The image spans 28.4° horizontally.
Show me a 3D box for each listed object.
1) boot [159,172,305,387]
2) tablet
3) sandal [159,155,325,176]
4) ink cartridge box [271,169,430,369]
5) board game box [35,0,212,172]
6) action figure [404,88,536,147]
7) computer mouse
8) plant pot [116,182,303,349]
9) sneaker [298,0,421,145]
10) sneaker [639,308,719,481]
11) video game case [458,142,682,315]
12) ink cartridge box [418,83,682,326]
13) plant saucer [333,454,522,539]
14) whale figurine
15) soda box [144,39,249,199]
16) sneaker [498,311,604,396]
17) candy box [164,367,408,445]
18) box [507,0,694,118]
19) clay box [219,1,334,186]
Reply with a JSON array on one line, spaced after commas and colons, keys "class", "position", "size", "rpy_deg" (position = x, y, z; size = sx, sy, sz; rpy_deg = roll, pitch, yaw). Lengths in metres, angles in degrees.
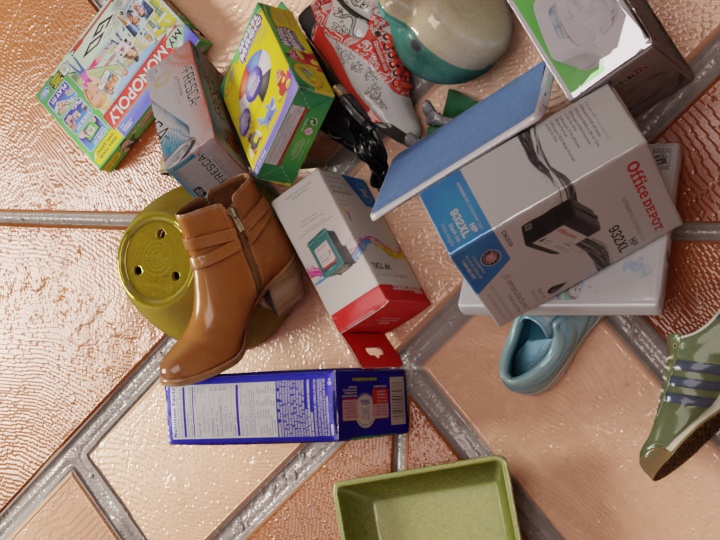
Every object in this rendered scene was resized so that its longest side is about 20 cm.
[{"class": "boot", "position": [-0.153, 0.009, 1.438], "size": [0.074, 0.200, 0.155], "rpy_deg": [12, 135, 44]}, {"class": "tablet", "position": [0.098, -0.123, 1.354], "size": [0.200, 0.130, 0.014], "rpy_deg": [-31, 110, 29]}, {"class": "sandal", "position": [-0.136, -0.145, 1.573], "size": [0.211, 0.078, 0.070], "rpy_deg": [-2, 86, 32]}, {"class": "ink cartridge box", "position": [0.000, 0.000, 1.478], "size": [0.067, 0.116, 0.200], "rpy_deg": [-34, 75, 20]}, {"class": "board game box", "position": [-0.280, -0.234, 1.671], "size": [0.135, 0.029, 0.200], "rpy_deg": [47, 107, 21]}, {"class": "action figure", "position": [0.142, -0.121, 1.422], "size": [0.200, 0.055, 0.118], "rpy_deg": [17, 74, 32]}, {"class": "computer mouse", "position": [-0.033, -0.169, 1.485], "size": [0.046, 0.140, 0.200], "rpy_deg": [-31, 73, -4]}, {"class": "plant pot", "position": [-0.183, -0.008, 1.552], "size": [0.200, 0.142, 0.200], "rpy_deg": [-1, 88, 25]}, {"class": "sneaker", "position": [0.025, -0.235, 1.501], "size": [0.108, 0.067, 0.201], "rpy_deg": [-44, 68, 21]}, {"class": "sneaker", "position": [0.320, 0.100, 1.352], "size": [0.200, 0.067, 0.090], "rpy_deg": [-50, 62, 15]}, {"class": "video game case", "position": [0.205, -0.040, 1.387], "size": [0.200, 0.024, 0.182], "rpy_deg": [-1, 60, 26]}, {"class": "ink cartridge box", "position": [0.176, -0.056, 1.304], "size": [0.200, 0.145, 0.084], "rpy_deg": [-30, 51, 7]}, {"class": "plant saucer", "position": [0.084, 0.300, 1.463], "size": [0.200, 0.048, 0.200], "rpy_deg": [-13, 82, 25]}, {"class": "whale figurine", "position": [0.062, -0.275, 1.448], "size": [0.200, 0.159, 0.104], "rpy_deg": [51, 135, 8]}, {"class": "soda box", "position": [-0.179, -0.164, 1.543], "size": [0.068, 0.064, 0.200], "rpy_deg": [-34, 39, 12]}, {"class": "sneaker", "position": [0.199, 0.036, 1.398], "size": [0.074, 0.082, 0.200], "rpy_deg": [26, 98, 23]}, {"class": "candy box", "position": [-0.075, 0.142, 1.479], "size": [0.200, 0.169, 0.077], "rpy_deg": [-4, 85, 26]}, {"class": "box", "position": [0.213, -0.253, 1.350], "size": [0.097, 0.176, 0.200], "rpy_deg": [-34, 75, 21]}, {"class": "clay box", "position": [-0.094, -0.194, 1.491], "size": [0.115, 0.048, 0.200], "rpy_deg": [-62, 34, 29]}]
